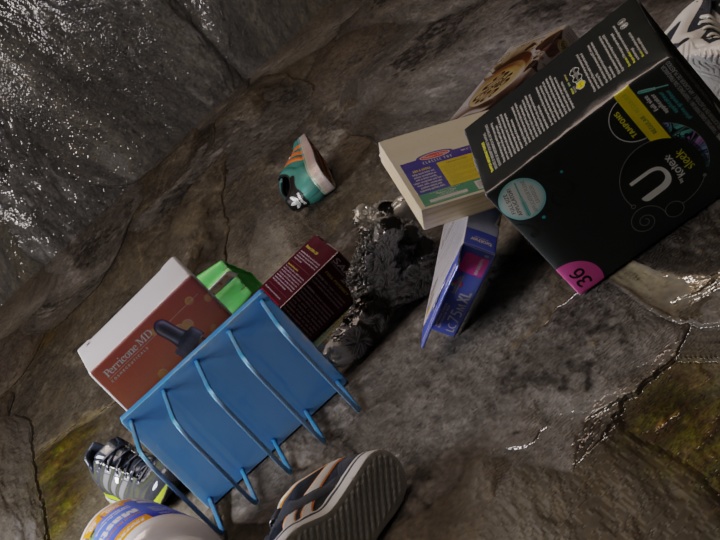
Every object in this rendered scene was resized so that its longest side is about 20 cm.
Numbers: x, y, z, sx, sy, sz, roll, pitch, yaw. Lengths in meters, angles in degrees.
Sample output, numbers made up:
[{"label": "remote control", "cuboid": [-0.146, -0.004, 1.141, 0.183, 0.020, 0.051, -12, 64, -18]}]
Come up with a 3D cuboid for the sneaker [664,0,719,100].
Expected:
[{"label": "sneaker", "cuboid": [0.355, -0.230, 1.576, 0.130, 0.079, 0.199, -55, 9, -13]}]

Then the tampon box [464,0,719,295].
[{"label": "tampon box", "cuboid": [0.221, -0.110, 1.425, 0.200, 0.150, 0.126, -38, 29, 17]}]

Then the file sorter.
[{"label": "file sorter", "cuboid": [-0.120, 0.148, 1.616, 0.200, 0.139, 0.123, -42, 19, 0]}]

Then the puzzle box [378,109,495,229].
[{"label": "puzzle box", "cuboid": [0.131, -0.113, 1.577, 0.200, 0.025, 0.133, -17, 39, -9]}]

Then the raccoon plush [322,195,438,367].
[{"label": "raccoon plush", "cuboid": [0.000, 0.000, 1.755, 0.200, 0.097, 0.134, -43, 23, -8]}]

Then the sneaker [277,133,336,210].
[{"label": "sneaker", "cuboid": [-0.091, -0.147, 2.398, 0.080, 0.071, 0.200, -36, 19, 7]}]

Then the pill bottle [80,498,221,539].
[{"label": "pill bottle", "cuboid": [-0.188, 0.278, 1.485, 0.112, 0.112, 0.200, -48, 17, -18]}]

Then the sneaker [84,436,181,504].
[{"label": "sneaker", "cuboid": [-0.264, 0.233, 1.825, 0.074, 0.081, 0.200, -51, 19, -28]}]

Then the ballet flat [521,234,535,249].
[{"label": "ballet flat", "cuboid": [0.179, -0.082, 1.615, 0.068, 0.075, 0.200, -34, 19, 17]}]

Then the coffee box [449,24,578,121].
[{"label": "coffee box", "cuboid": [0.180, -0.186, 1.865, 0.200, 0.080, 0.113, -51, 19, -28]}]

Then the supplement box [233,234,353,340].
[{"label": "supplement box", "cuboid": [-0.092, 0.055, 1.846, 0.200, 0.061, 0.109, -44, 19, -2]}]

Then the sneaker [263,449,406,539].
[{"label": "sneaker", "cuboid": [-0.040, 0.230, 1.336, 0.079, 0.079, 0.200, -19, 17, 43]}]

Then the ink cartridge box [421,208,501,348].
[{"label": "ink cartridge box", "cuboid": [0.106, -0.022, 1.586, 0.200, 0.042, 0.119, -72, 3, -50]}]

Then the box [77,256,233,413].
[{"label": "box", "cuboid": [-0.180, 0.113, 1.718, 0.152, 0.200, 0.106, -45, 20, -4]}]

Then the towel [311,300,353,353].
[{"label": "towel", "cuboid": [-0.044, 0.062, 1.862, 0.147, 0.022, 0.200, -46, 19, -8]}]

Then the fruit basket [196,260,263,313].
[{"label": "fruit basket", "cuboid": [-0.193, 0.088, 1.962, 0.200, 0.094, 0.185, -53, -18, 2]}]
